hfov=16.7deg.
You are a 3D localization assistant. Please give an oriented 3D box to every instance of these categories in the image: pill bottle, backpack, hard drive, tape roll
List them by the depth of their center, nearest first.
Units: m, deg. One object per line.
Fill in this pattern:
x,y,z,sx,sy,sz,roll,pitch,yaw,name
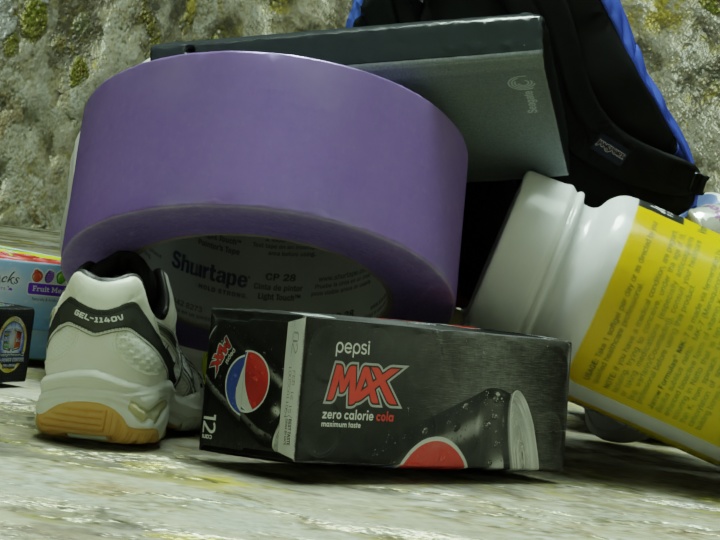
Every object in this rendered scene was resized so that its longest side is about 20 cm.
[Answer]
-0.047,-0.028,1.238,0.200,0.085,0.200,4,-23,2,tape roll
0.004,-0.083,1.270,0.200,0.033,0.140,-4,-24,9,hard drive
0.161,0.030,1.287,0.200,0.114,0.114,24,2,1,pill bottle
0.079,-0.109,1.400,0.162,0.200,0.168,-28,16,7,backpack

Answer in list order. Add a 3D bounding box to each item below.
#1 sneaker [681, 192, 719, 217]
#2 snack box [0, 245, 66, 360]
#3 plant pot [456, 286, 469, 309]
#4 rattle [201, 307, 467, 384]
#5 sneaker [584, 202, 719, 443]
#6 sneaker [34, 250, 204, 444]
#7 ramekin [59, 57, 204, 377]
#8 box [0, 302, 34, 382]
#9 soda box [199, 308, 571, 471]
0.162,0.030,1.572,0.115,0.081,0.199,-23,-20,-34,sneaker
-0.275,0.012,1.541,0.168,0.068,0.200,6,1,-34,snack box
0.049,-0.003,1.609,0.200,0.201,0.195,8,-5,20,plant pot
0.000,0.000,1.398,0.200,0.143,0.130,-12,-8,0,rattle
0.171,0.025,1.406,0.099,0.200,0.075,2,48,-35,sneaker
-0.111,0.035,1.206,0.075,0.088,0.200,6,0,-1,sneaker
-0.082,-0.043,1.456,0.200,0.200,0.105,7,36,-19,ramekin
-0.302,0.027,1.321,0.200,0.044,0.160,8,2,24,box
0.016,0.059,1.168,0.063,0.071,0.200,3,-2,43,soda box
